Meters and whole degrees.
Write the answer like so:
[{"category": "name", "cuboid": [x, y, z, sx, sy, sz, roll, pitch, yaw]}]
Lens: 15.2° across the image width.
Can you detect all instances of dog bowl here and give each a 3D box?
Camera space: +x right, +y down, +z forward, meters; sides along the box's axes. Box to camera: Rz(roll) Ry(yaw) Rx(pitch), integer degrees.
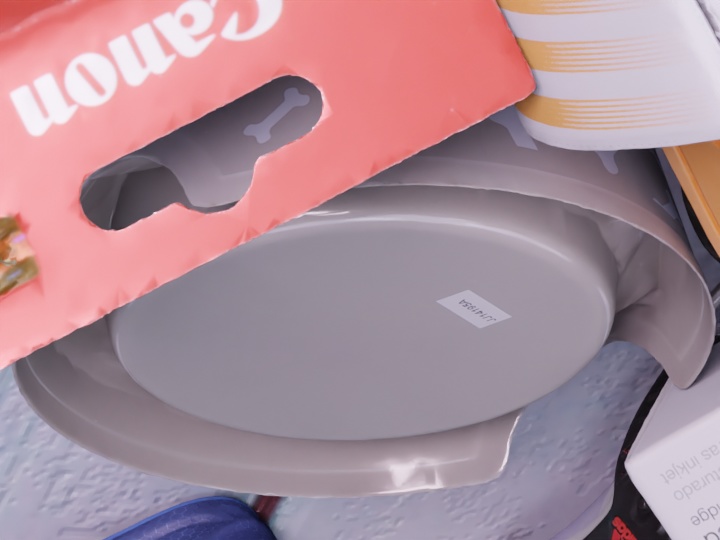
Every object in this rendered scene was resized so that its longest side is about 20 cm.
[{"category": "dog bowl", "cuboid": [0.000, 0.000, 0.768, 0.199, 0.059, 0.200, -3, 153, -1]}]

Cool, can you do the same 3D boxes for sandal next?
[{"category": "sandal", "cuboid": [0.077, -0.041, 0.654, 0.059, 0.079, 0.207, -50, 123, -27]}]

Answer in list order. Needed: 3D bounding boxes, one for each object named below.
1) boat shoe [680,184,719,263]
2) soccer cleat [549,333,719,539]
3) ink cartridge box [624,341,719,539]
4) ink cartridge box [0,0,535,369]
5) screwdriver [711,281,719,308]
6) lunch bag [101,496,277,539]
[{"category": "boat shoe", "cuboid": [0.122, -0.075, 0.701, 0.074, 0.076, 0.201, -41, 148, -22]}, {"category": "soccer cleat", "cuboid": [0.105, 0.107, 0.976, 0.073, 0.068, 0.200, 9, 125, -44]}, {"category": "ink cartridge box", "cuboid": [0.194, 0.089, 0.772, 0.145, 0.083, 0.200, -33, 96, 25]}, {"category": "ink cartridge box", "cuboid": [-0.070, -0.098, 0.605, 0.162, 0.201, 0.057, -27, 178, -2]}, {"category": "screwdriver", "cuboid": [0.165, -0.040, 0.886, 0.028, 0.029, 0.200, 21, 113, -40]}, {"category": "lunch bag", "cuboid": [-0.058, 0.185, 0.911, 0.135, 0.133, 0.201, -25, 138, -5]}]
